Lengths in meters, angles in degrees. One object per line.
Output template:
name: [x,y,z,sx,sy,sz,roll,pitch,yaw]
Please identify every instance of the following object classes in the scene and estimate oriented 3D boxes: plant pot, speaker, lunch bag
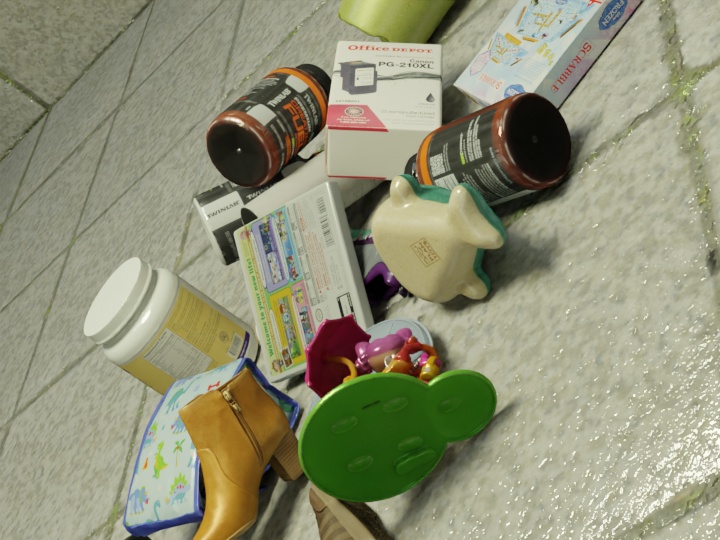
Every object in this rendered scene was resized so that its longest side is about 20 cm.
plant pot: [0.064,-0.414,2.003,0.185,0.199,0.200,-62,23,10]
speaker: [-0.058,-0.101,1.827,0.200,0.082,0.081,-37,19,-20]
lunch bag: [-0.187,0.223,1.665,0.170,0.127,0.201,-24,28,48]

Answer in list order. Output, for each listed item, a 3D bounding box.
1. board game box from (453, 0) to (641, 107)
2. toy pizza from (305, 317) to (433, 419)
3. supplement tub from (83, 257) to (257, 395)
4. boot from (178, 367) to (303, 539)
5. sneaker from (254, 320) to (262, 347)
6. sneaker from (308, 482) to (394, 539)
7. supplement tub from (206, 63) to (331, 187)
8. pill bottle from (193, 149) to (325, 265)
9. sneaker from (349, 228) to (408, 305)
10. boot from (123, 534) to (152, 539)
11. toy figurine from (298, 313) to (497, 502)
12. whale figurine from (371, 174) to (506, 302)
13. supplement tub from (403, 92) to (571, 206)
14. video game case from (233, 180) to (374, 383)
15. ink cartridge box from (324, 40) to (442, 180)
board game box: [0.219,-0.271,1.679,0.200,0.041,0.200,-52,24,5]
toy pizza: [0.013,0.142,1.519,0.200,0.032,0.201,-37,32,29]
supplement tub: [-0.253,0.088,1.868,0.145,0.200,0.146,-41,27,26]
boot: [-0.160,0.214,1.538,0.201,0.144,0.071,-42,7,-30]
sneaker: [-0.074,0.007,1.812,0.108,0.070,0.201,-35,33,37]
sneaker: [-0.019,0.268,1.370,0.076,0.070,0.200,-59,23,1]
supplement tub: [-0.112,-0.202,1.866,0.107,0.107,0.200,-28,15,44]
pill bottle: [-0.121,-0.095,1.926,0.199,0.107,0.106,-26,24,-7]
sneaker: [0.000,0.000,1.687,0.199,0.074,0.088,-12,52,55]
boot: [-0.338,0.423,1.763,0.174,0.069,0.201,-29,27,48]
toy figurine: [0.018,0.107,1.405,0.199,0.151,0.184,-23,33,0]
whale figurine: [0.097,-0.046,1.489,0.104,0.159,0.200,-39,3,-28]
supplement tub: [0.134,-0.123,1.561,0.199,0.107,0.107,-17,43,53]
video game case: [-0.069,0.016,1.697,0.181,0.022,0.201,-25,75,41]
ink cartridge box: [0.033,-0.208,1.796,0.201,0.144,0.085,-85,-3,-49]
